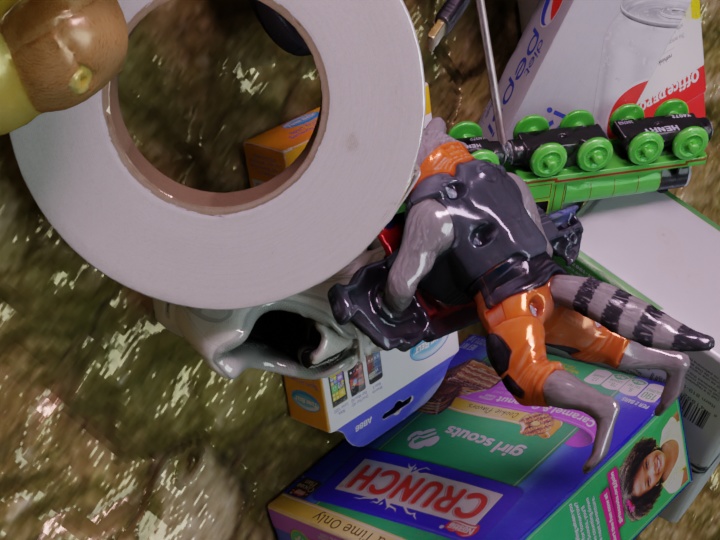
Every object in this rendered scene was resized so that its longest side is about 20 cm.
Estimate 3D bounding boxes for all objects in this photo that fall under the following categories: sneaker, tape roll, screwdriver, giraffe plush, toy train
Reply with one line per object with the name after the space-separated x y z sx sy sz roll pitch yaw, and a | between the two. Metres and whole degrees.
-0.008 0.024 0.846 0.198 0.081 0.076 -5 119 -26 | sneaker
-0.067 -0.082 0.752 0.200 0.037 0.205 -1 104 -3 | tape roll
0.069 -0.159 0.914 0.029 0.028 0.202 -67 147 -69 | screwdriver
-0.155 -0.124 0.646 0.173 0.198 0.164 -53 144 -55 | giraffe plush
0.110 -0.059 0.913 0.198 0.042 0.057 -7 131 -14 | toy train

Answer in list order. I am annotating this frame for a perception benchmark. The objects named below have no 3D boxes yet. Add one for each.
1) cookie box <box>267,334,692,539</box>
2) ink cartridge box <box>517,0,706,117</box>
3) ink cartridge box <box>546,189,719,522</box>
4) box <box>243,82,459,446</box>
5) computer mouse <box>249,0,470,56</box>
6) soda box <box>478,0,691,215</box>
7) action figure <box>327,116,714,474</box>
0.073 0.134 0.953 0.200 0.170 0.076 -37 123 -33 | cookie box
0.166 -0.157 1.040 0.116 0.067 0.202 -29 121 -37 | ink cartridge box
0.184 0.053 1.009 0.083 0.146 0.201 -45 161 -28 | ink cartridge box
0.000 0.000 0.935 0.119 0.041 0.202 -28 123 -38 | box
0.000 -0.169 0.884 0.141 0.046 0.201 58 49 -34 | computer mouse
0.129 -0.117 0.952 0.068 0.064 0.201 21 110 -14 | soda box
0.093 -0.005 0.814 0.199 0.194 0.105 -29 159 -46 | action figure
